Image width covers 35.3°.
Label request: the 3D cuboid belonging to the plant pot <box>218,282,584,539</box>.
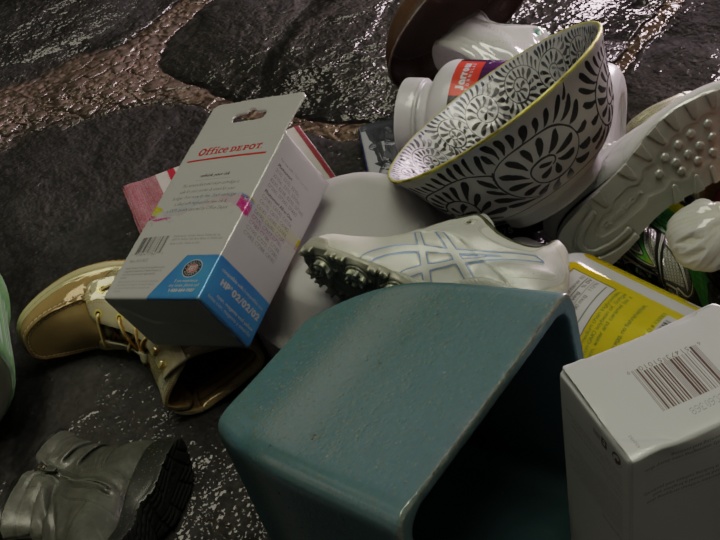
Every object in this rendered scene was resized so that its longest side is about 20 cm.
[{"bbox_3d":[0.024,0.125,0.750,0.199,0.198,0.196,14,48,37],"label":"plant pot"}]

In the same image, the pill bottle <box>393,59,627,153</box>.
[{"bbox_3d":[0.135,-0.133,1.020,0.198,0.113,0.113,5,44,20],"label":"pill bottle"}]

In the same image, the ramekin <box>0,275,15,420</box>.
[{"bbox_3d":[-0.373,0.073,0.903,0.198,0.201,0.098,-22,49,-10],"label":"ramekin"}]

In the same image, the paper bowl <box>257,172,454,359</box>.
[{"bbox_3d":[0.000,0.000,0.933,0.198,0.105,0.202,-9,50,11],"label":"paper bowl"}]

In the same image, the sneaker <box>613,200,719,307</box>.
[{"bbox_3d":[0.249,-0.007,0.926,0.085,0.078,0.201,-36,33,15],"label":"sneaker"}]

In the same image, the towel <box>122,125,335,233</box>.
[{"bbox_3d":[-0.130,-0.078,1.135,0.198,0.023,0.144,-21,40,-11],"label":"towel"}]

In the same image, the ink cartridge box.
[{"bbox_3d":[-0.104,-0.041,0.898,0.114,0.068,0.201,-1,54,41],"label":"ink cartridge box"}]

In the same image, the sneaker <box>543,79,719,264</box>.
[{"bbox_3d":[0.228,-0.089,0.906,0.199,0.076,0.081,-38,23,12],"label":"sneaker"}]

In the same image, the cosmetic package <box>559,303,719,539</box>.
[{"bbox_3d":[0.189,0.132,0.684,0.112,0.201,0.081,-20,42,-12],"label":"cosmetic package"}]

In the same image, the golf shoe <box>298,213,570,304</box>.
[{"bbox_3d":[0.056,-0.001,0.820,0.198,0.079,0.098,17,61,18],"label":"golf shoe"}]

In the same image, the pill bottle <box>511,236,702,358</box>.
[{"bbox_3d":[0.180,0.055,0.836,0.114,0.115,0.199,-38,47,-26],"label":"pill bottle"}]

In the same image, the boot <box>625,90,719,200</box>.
[{"bbox_3d":[0.354,-0.113,1.010,0.198,0.073,0.155,-10,30,-15],"label":"boot"}]

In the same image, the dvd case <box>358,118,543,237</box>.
[{"bbox_3d":[0.082,-0.093,1.094,0.149,0.025,0.201,-12,42,1],"label":"dvd case"}]

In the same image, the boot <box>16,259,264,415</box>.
[{"bbox_3d":[-0.189,0.061,0.960,0.198,0.073,0.156,-18,43,-9],"label":"boot"}]

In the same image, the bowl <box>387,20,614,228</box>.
[{"bbox_3d":[0.127,-0.096,0.885,0.200,0.094,0.201,-35,14,10],"label":"bowl"}]

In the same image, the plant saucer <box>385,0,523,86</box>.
[{"bbox_3d":[0.098,-0.271,1.160,0.199,0.201,0.035,-33,74,-22],"label":"plant saucer"}]

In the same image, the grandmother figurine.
[{"bbox_3d":[0.305,-0.019,0.856,0.198,0.061,0.122,4,36,-37],"label":"grandmother figurine"}]

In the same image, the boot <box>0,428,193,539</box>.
[{"bbox_3d":[-0.213,0.198,0.827,0.129,0.068,0.201,-2,35,19],"label":"boot"}]

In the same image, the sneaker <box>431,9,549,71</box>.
[{"bbox_3d":[0.172,-0.198,1.114,0.199,0.075,0.089,35,67,18],"label":"sneaker"}]
